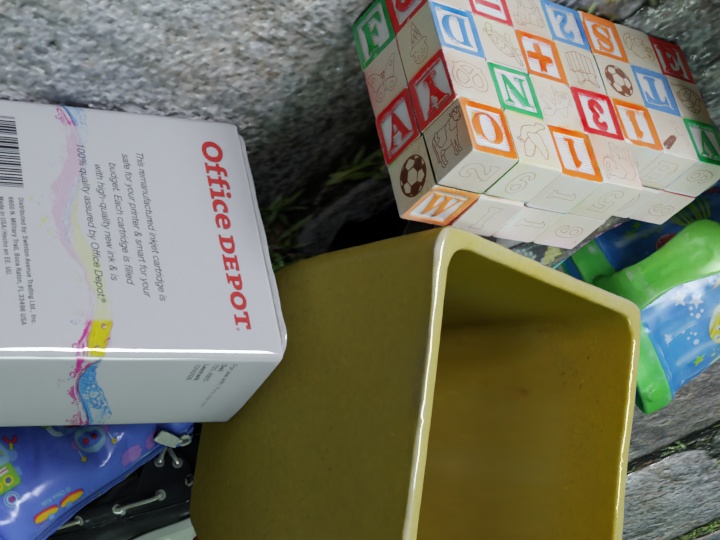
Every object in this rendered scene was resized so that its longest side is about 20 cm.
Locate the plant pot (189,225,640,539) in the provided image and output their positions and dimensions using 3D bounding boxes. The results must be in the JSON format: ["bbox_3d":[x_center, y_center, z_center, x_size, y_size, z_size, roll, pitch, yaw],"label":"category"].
[{"bbox_3d":[0.015,0.096,0.749,0.198,0.198,0.193,-1,166,41],"label":"plant pot"}]

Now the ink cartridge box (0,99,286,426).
[{"bbox_3d":[-0.152,-0.002,0.684,0.198,0.146,0.084,3,148,-29],"label":"ink cartridge box"}]

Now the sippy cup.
[{"bbox_3d":[0.213,0.005,0.898,0.129,0.178,0.141,-28,113,4],"label":"sippy cup"}]

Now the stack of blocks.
[{"bbox_3d":[0.100,-0.076,0.702,0.198,0.116,0.059,8,145,-37],"label":"stack of blocks"}]

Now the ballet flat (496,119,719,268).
[{"bbox_3d":[0.126,-0.046,0.833,0.198,0.070,0.071,-27,132,14],"label":"ballet flat"}]

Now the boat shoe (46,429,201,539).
[{"bbox_3d":[-0.147,0.149,0.966,0.198,0.074,0.061,-29,112,13],"label":"boat shoe"}]

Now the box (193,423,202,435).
[{"bbox_3d":[-0.220,0.123,0.992,0.198,0.038,0.136,8,145,-35],"label":"box"}]

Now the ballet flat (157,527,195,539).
[{"bbox_3d":[-0.169,0.195,1.035,0.197,0.070,0.070,-19,152,8],"label":"ballet flat"}]

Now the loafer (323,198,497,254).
[{"bbox_3d":[0.000,0.000,0.853,0.071,0.074,0.200,20,132,-33],"label":"loafer"}]

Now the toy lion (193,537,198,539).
[{"bbox_3d":[-0.140,0.245,1.068,0.197,0.193,0.069,-16,139,11],"label":"toy lion"}]

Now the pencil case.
[{"bbox_3d":[-0.191,0.121,0.871,0.199,0.086,0.079,-33,146,-38],"label":"pencil case"}]
